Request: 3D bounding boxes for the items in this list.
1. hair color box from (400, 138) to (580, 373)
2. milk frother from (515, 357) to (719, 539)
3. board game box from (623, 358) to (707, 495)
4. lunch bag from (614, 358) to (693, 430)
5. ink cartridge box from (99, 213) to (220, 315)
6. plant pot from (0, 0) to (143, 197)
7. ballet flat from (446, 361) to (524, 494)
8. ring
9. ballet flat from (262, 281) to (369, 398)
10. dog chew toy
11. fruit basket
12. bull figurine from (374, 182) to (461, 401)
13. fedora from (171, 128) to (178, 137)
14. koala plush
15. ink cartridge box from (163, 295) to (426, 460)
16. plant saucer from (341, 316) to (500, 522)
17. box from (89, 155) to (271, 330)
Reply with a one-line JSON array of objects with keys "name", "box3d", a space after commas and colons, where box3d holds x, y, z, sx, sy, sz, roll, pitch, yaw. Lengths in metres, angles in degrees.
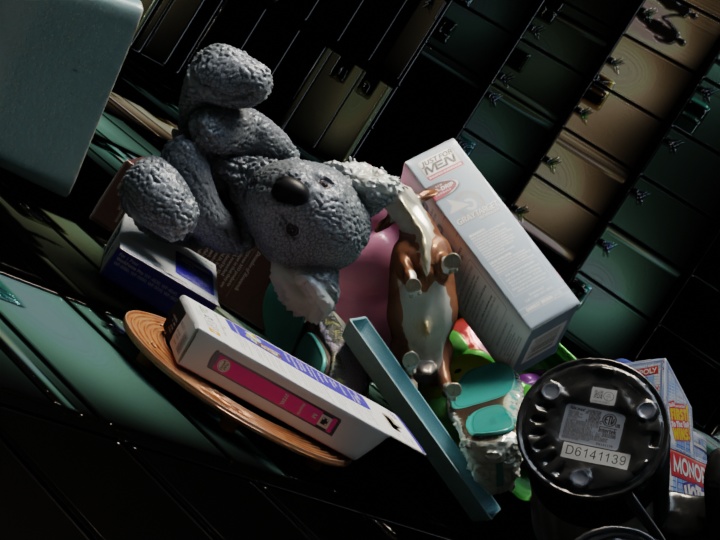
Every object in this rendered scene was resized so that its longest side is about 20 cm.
[{"name": "hair color box", "box3d": [0.110, -0.011, 1.623, 0.200, 0.061, 0.099, 54, -24, 20]}, {"name": "milk frother", "box3d": [0.191, 0.207, 1.395, 0.180, 0.200, 0.188, 27, -21, 22]}, {"name": "board game box", "box3d": [0.282, 0.191, 1.635, 0.062, 0.200, 0.200, -11, -20, 31]}, {"name": "lunch bag", "box3d": [0.302, 0.196, 1.821, 0.200, 0.075, 0.160, 66, -15, -14]}, {"name": "ink cartridge box", "box3d": [-0.172, 0.003, 1.521, 0.099, 0.039, 0.200, 32, 5, -9]}, {"name": "plant pot", "box3d": [-0.349, -0.212, 1.673, 0.200, 0.196, 0.196, 18, 11, -24]}, {"name": "ballet flat", "box3d": [0.110, 0.139, 1.518, 0.072, 0.072, 0.200, 32, 15, -4]}, {"name": "ring", "box3d": [-0.093, 0.091, 1.312, 0.200, 0.019, 0.200, 33, 5, -3]}, {"name": "ballet flat", "box3d": [-0.035, 0.068, 1.548, 0.072, 0.072, 0.200, 30, 13, -26]}, {"name": "dog chew toy", "box3d": [0.000, 0.000, 1.647, 0.124, 0.201, 0.125, -2, 16, 1]}, {"name": "fruit basket", "box3d": [0.124, 0.113, 1.674, 0.216, 0.156, 0.216, 43, 2, -2]}, {"name": "bull figurine", "box3d": [0.053, 0.019, 1.555, 0.065, 0.201, 0.121, -7, 16, -4]}, {"name": "fedora", "box3d": [-0.138, -0.076, 1.989, 0.200, 0.090, 0.177, 21, -12, 11]}, {"name": "koala plush", "box3d": [-0.075, -0.062, 1.521, 0.200, 0.178, 0.184, 25, -17, 10]}, {"name": "ink cartridge box", "box3d": [-0.050, 0.088, 1.308, 0.200, 0.037, 0.095, 28, 6, -17]}, {"name": "plant saucer", "box3d": [0.049, 0.125, 1.473, 0.200, 0.019, 0.070, 54, 9, 7]}, {"name": "box", "box3d": [-0.153, -0.028, 1.704, 0.200, 0.075, 0.100, 34, 6, -2]}]
